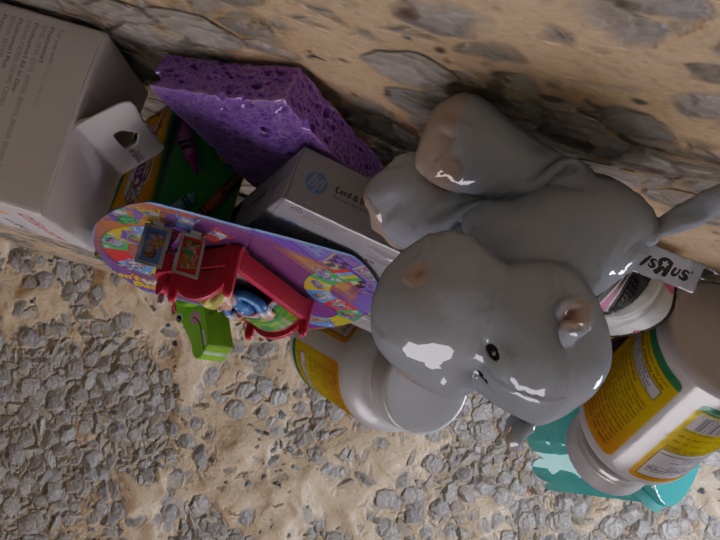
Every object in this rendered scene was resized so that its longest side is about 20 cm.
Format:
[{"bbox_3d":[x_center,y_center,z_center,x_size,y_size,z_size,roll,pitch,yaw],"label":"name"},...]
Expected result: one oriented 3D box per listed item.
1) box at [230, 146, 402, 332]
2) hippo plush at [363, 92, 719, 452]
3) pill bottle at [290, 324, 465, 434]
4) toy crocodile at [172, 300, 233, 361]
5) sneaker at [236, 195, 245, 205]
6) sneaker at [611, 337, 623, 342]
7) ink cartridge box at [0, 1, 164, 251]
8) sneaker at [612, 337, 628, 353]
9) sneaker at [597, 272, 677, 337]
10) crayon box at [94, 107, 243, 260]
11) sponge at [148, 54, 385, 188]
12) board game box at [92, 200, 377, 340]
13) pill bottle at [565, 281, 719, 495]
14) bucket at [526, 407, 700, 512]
[{"bbox_3d":[-0.009,-0.012,0.790,0.155,0.041,0.200,25,163,-15],"label":"box"},{"bbox_3d":[0.082,0.022,0.601,0.199,0.161,0.160,19,135,3],"label":"hippo plush"},{"bbox_3d":[0.017,0.086,1.067,0.112,0.113,0.200,20,180,-26],"label":"pill bottle"},{"bbox_3d":[-0.154,-0.014,1.027,0.061,0.201,0.067,-20,167,29],"label":"toy crocodile"},{"bbox_3d":[-0.205,-0.039,1.184,0.199,0.116,0.074,17,175,14],"label":"sneaker"},{"bbox_3d":[0.175,0.047,0.988,0.090,0.076,0.200,1,169,-37],"label":"sneaker"},{"bbox_3d":[-0.242,-0.101,0.758,0.199,0.126,0.129,17,173,5],"label":"ink cartridge box"},{"bbox_3d":[0.244,0.060,1.050,0.199,0.075,0.106,13,172,23],"label":"sneaker"},{"bbox_3d":[0.139,0.008,0.874,0.199,0.081,0.086,-21,126,40],"label":"sneaker"},{"bbox_3d":[-0.149,-0.059,0.887,0.058,0.120,0.200,20,172,-21],"label":"crayon box"},{"bbox_3d":[-0.040,-0.074,0.756,0.111,0.030,0.200,11,160,34],"label":"sponge"},{"bbox_3d":[-0.089,0.018,0.769,0.199,0.039,0.158,15,156,-9],"label":"board game box"},{"bbox_3d":[0.249,0.106,0.926,0.112,0.113,0.200,18,141,-8],"label":"pill bottle"},{"bbox_3d":[0.282,0.154,1.213,0.134,0.209,0.207,6,168,37],"label":"bucket"}]
